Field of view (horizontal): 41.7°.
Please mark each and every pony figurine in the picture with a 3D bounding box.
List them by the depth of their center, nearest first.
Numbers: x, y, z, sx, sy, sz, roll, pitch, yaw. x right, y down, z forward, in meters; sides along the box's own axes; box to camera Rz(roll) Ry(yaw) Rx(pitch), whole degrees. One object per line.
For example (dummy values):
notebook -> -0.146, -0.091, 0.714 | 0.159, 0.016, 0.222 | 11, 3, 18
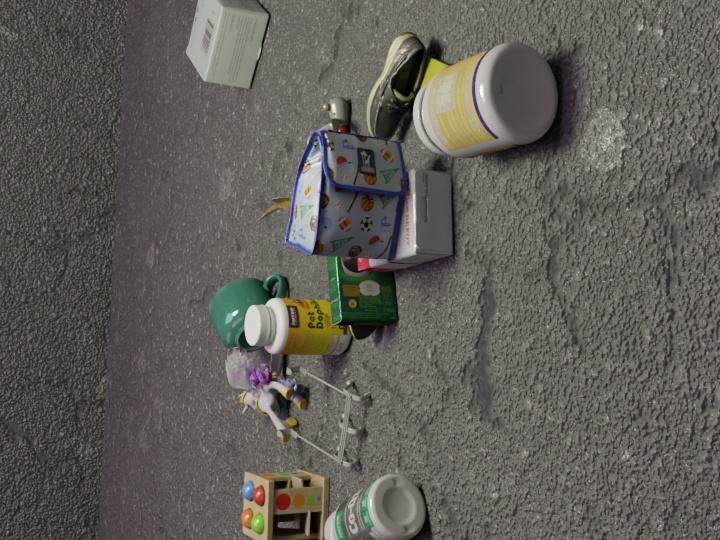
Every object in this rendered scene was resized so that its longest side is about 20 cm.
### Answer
pony figurine -> -0.206, 0.256, 2.077 | 0.199, 0.165, 0.196 | 23, 115, 43

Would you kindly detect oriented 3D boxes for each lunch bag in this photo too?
lunch bag -> -0.019, -0.126, 1.570 | 0.123, 0.168, 0.203 | 24, 107, 55

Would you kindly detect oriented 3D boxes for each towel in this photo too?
towel -> 0.126, -0.328, 1.663 | 0.200, 0.018, 0.087 | 42, 128, 53

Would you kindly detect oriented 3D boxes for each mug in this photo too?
mug -> -0.251, 0.099, 2.147 | 0.115, 0.150, 0.186 | 58, 135, 41

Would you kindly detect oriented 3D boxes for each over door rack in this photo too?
over door rack -> -0.068, 0.284, 1.869 | 0.198, 0.066, 0.150 | 16, 101, 39

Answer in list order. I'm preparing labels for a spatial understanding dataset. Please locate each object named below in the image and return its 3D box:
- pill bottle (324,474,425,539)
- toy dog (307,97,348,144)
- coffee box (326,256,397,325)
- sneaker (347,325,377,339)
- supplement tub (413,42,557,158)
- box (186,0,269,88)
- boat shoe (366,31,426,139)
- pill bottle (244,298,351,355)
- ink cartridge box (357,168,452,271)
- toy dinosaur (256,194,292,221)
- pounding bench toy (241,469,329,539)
pill bottle -> 0.020, 0.441, 1.665 | 0.200, 0.112, 0.114 | -45, 49, 49
toy dog -> -0.067, -0.248, 1.914 | 0.132, 0.095, 0.202 | -49, 47, 47
coffee box -> 0.000, 0.000, 1.745 | 0.044, 0.122, 0.203 | -30, 62, 59
sneaker -> -0.003, 0.036, 1.807 | 0.081, 0.073, 0.203 | 142, 133, -61
supplement tub -> 0.183, -0.248, 1.421 | 0.199, 0.144, 0.148 | -5, 82, 60
box -> -0.341, -0.600, 2.404 | 0.200, 0.129, 0.201 | 55, 133, 48
boat shoe -> 0.065, -0.319, 1.684 | 0.066, 0.071, 0.203 | 57, 134, 51
pill bottle -> -0.124, 0.111, 1.870 | 0.109, 0.198, 0.111 | -10, 79, 59
ink cartridge box -> 0.075, -0.083, 1.656 | 0.199, 0.082, 0.147 | -15, 73, 59
toy dinosaur -> -0.150, -0.146, 2.043 | 0.199, 0.100, 0.059 | -15, 74, 59
pounding bench toy -> -0.162, 0.519, 1.937 | 0.124, 0.154, 0.203 | -4, 84, 60
